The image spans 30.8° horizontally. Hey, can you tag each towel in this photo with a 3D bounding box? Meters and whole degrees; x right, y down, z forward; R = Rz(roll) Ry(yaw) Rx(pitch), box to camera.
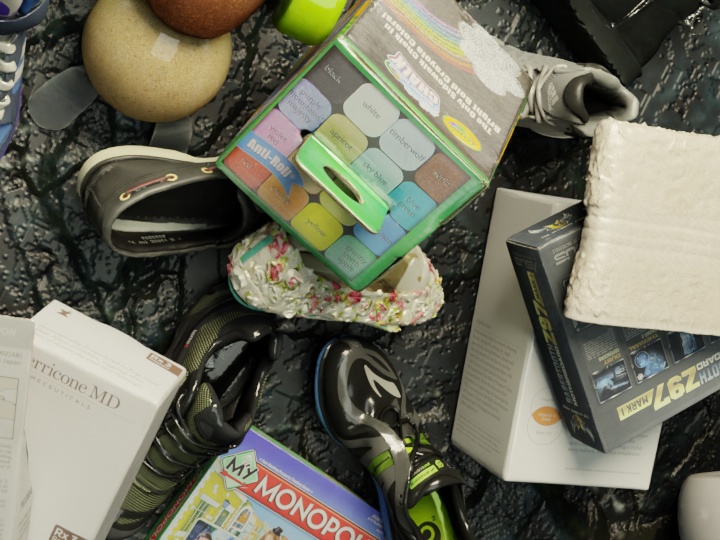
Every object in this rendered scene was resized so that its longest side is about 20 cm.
[{"bbox_3d":[0.228,-0.023,0.855,0.200,0.034,0.133,7,95,-22],"label":"towel"}]

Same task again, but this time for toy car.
[{"bbox_3d":[-0.124,-0.156,0.831,0.164,0.158,0.200,22,121,-19],"label":"toy car"}]

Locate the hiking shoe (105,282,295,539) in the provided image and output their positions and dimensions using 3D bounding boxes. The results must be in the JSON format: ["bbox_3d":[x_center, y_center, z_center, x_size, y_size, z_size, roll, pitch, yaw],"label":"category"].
[{"bbox_3d":[-0.122,0.099,0.872,0.076,0.101,0.200,34,87,-23],"label":"hiking shoe"}]

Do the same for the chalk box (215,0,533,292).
[{"bbox_3d":[0.007,-0.082,0.803,0.124,0.200,0.124,44,125,-9],"label":"chalk box"}]

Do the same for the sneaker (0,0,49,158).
[{"bbox_3d":[-0.228,-0.139,0.765,0.080,0.146,0.200,9,96,-21],"label":"sneaker"}]

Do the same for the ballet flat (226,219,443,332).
[{"bbox_3d":[0.000,0.000,0.879,0.200,0.076,0.064,1,141,-47],"label":"ballet flat"}]

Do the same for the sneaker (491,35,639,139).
[{"bbox_3d":[0.104,-0.130,0.905,0.200,0.115,0.075,3,99,-21],"label":"sneaker"}]

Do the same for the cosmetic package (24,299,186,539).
[{"bbox_3d":[-0.200,0.132,0.826,0.102,0.074,0.200,26,108,0],"label":"cosmetic package"}]

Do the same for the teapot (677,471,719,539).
[{"bbox_3d":[0.343,0.227,1.012,0.200,0.197,0.146,-2,83,-20],"label":"teapot"}]

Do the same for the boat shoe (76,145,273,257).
[{"bbox_3d":[-0.082,-0.045,0.865,0.201,0.063,0.074,-5,133,-27],"label":"boat shoe"}]

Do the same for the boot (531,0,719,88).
[{"bbox_3d":[0.194,-0.244,0.940,0.162,0.073,0.198,-47,118,-4],"label":"boot"}]

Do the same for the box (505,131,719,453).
[{"bbox_3d":[0.214,0.011,0.900,0.200,0.051,0.158,-26,107,-15],"label":"box"}]

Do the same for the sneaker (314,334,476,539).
[{"bbox_3d":[0.034,0.133,0.933,0.071,0.083,0.200,-28,95,-31],"label":"sneaker"}]

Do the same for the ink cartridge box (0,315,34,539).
[{"bbox_3d":[-0.272,0.107,0.756,0.162,0.057,0.200,8,100,-6],"label":"ink cartridge box"}]

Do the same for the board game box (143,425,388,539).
[{"bbox_3d":[-0.052,0.212,0.959,0.200,0.029,0.135,36,87,-22],"label":"board game box"}]

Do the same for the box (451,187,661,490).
[{"bbox_3d":[0.156,0.049,0.967,0.124,0.097,0.200,7,98,-21],"label":"box"}]
